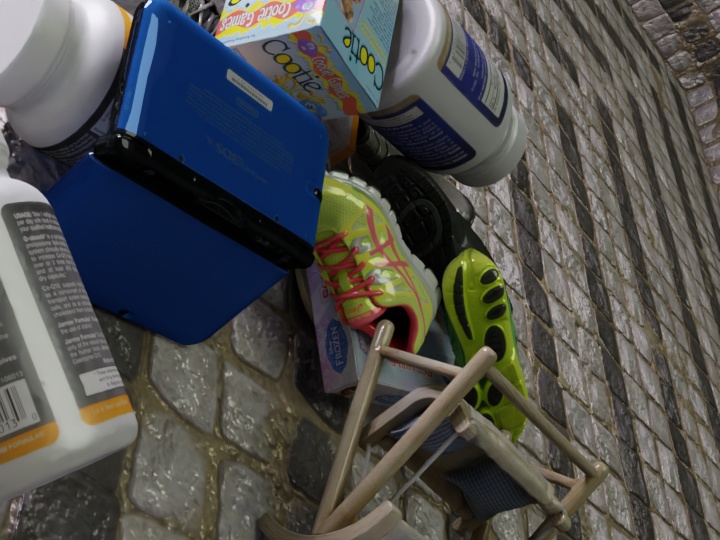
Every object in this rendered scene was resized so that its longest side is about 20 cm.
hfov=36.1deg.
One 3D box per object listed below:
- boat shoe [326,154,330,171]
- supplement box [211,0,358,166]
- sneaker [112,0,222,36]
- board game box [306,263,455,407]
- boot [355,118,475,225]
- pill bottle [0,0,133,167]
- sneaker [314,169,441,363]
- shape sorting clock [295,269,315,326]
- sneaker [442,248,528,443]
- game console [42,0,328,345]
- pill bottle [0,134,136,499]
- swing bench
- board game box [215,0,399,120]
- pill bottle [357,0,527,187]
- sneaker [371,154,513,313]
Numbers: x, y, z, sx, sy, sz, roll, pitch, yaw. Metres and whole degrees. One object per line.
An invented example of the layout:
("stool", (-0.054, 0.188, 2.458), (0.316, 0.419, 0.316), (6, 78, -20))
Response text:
("boat shoe", (-0.104, -0.112, 0.985), (0.199, 0.068, 0.057), (28, 42, -40))
("supplement box", (-0.085, -0.203, 1.084), (0.200, 0.073, 0.127), (49, 30, -31))
("sneaker", (-0.147, -0.225, 0.882), (0.199, 0.116, 0.075), (28, 36, -16))
("board game box", (0.027, 0.030, 1.041), (0.199, 0.041, 0.201), (21, 52, -49))
("boot", (0.035, -0.109, 1.194), (0.130, 0.068, 0.200), (37, 10, -39))
("pill bottle", (-0.181, -0.125, 0.796), (0.200, 0.116, 0.117), (32, 41, -48))
("sneaker", (0.000, 0.000, 0.909), (0.200, 0.078, 0.091), (45, 39, -29))
("shape sorting clock", (0.003, 0.015, 1.093), (0.200, 0.039, 0.201), (36, 42, -41))
("sneaker", (0.115, 0.074, 1.009), (0.084, 0.073, 0.202), (-66, 152, -70))
("game console", (-0.131, -0.060, 0.781), (0.200, 0.118, 0.172), (33, 57, -48))
("pill bottle", (-0.209, 0.022, 0.600), (0.116, 0.116, 0.201), (-14, 79, -63))
("swing bench", (0.062, 0.182, 0.870), (0.199, 0.129, 0.201), (43, 70, -36))
("board game box", (-0.035, -0.234, 0.915), (0.105, 0.102, 0.201), (49, 43, -47))
("pill bottle", (0.070, -0.158, 1.015), (0.200, 0.119, 0.120), (34, 39, -49))
("sneaker", (0.074, -0.030, 1.059), (0.201, 0.076, 0.091), (56, 19, -22))
